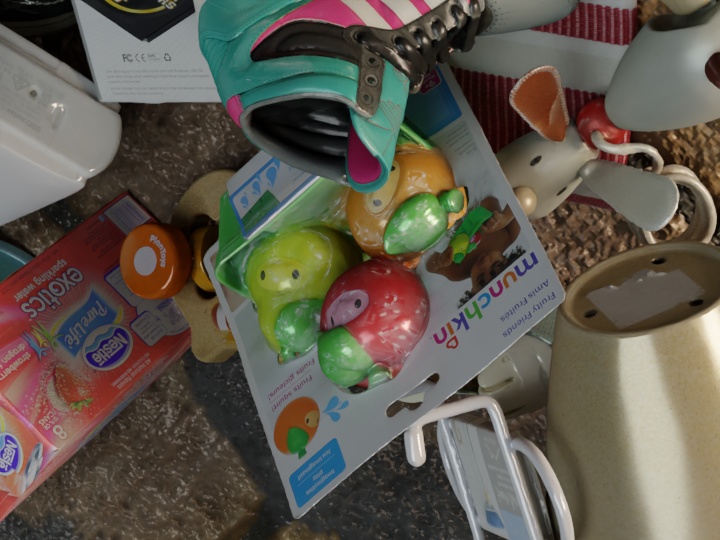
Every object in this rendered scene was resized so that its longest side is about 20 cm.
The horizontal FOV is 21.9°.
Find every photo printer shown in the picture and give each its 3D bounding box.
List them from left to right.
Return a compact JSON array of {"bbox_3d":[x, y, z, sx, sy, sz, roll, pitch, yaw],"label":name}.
[{"bbox_3d":[-0.255,-0.096,1.138,0.166,0.070,0.200,31,159,-23],"label":"photo printer"}]

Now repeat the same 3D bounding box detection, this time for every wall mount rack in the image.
[{"bbox_3d":[0.055,0.149,0.993,0.200,0.074,0.174,-179,72,-77],"label":"wall mount rack"}]

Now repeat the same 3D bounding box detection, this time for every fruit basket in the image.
[{"bbox_3d":[0.000,0.000,0.970,0.185,0.200,0.094,-40,129,18],"label":"fruit basket"}]

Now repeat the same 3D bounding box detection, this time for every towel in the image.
[{"bbox_3d":[0.080,-0.135,0.998,0.144,0.023,0.201,13,125,23],"label":"towel"}]

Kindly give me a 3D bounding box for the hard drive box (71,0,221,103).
[{"bbox_3d":[-0.090,-0.198,1.028,0.155,0.077,0.201,3,119,30],"label":"hard drive box"}]

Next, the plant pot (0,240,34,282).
[{"bbox_3d":[-0.301,0.108,1.278,0.200,0.200,0.196,41,138,5],"label":"plant pot"}]

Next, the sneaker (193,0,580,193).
[{"bbox_3d":[0.019,-0.101,0.919,0.199,0.121,0.084,-7,153,0],"label":"sneaker"}]

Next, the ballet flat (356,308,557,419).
[{"bbox_3d":[0.065,0.054,1.085,0.199,0.071,0.069,0,123,32],"label":"ballet flat"}]

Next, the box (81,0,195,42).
[{"bbox_3d":[-0.120,-0.208,0.893,0.161,0.049,0.200,-28,136,31],"label":"box"}]

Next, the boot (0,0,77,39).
[{"bbox_3d":[-0.255,-0.233,1.114,0.203,0.073,0.154,22,123,18],"label":"boot"}]

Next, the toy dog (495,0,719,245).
[{"bbox_3d":[0.142,-0.076,0.929,0.132,0.096,0.200,28,126,2],"label":"toy dog"}]

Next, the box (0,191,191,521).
[{"bbox_3d":[-0.184,0.051,1.154,0.103,0.200,0.095,43,129,1],"label":"box"}]

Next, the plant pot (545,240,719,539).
[{"bbox_3d":[0.170,0.094,0.958,0.187,0.187,0.201,-1,121,32],"label":"plant pot"}]

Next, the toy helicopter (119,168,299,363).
[{"bbox_3d":[-0.046,0.025,1.105,0.132,0.079,0.200,-39,69,26],"label":"toy helicopter"}]
